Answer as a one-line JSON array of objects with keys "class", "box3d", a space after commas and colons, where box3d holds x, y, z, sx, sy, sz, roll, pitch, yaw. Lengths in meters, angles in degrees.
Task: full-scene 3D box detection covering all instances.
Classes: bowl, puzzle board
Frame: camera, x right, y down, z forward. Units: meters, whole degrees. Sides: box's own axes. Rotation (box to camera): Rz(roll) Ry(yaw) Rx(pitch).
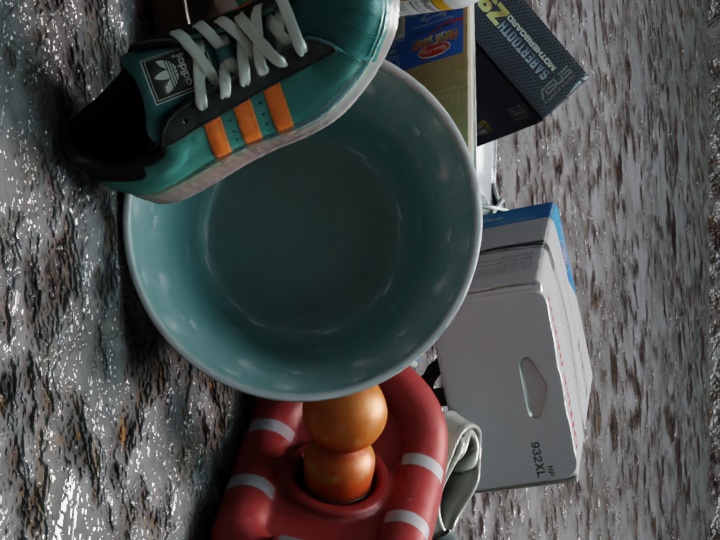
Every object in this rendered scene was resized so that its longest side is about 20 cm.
[{"class": "bowl", "box3d": [-0.034, -0.024, 1.253, 0.105, 0.199, 0.202, 121, -33, -85]}, {"class": "puzzle board", "box3d": [0.003, -0.087, 1.357, 0.017, 0.199, 0.152, 11, 74, -40]}]

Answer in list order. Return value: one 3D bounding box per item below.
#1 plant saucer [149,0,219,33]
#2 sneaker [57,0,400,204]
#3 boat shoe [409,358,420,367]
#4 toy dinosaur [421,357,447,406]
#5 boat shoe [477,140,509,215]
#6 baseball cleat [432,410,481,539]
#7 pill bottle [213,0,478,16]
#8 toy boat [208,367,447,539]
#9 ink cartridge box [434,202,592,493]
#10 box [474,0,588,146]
[{"class": "plant saucer", "box3d": [-0.087, -0.177, 1.326, 0.200, 0.034, 0.202, -2, 90, -73]}, {"class": "sneaker", "box3d": [-0.070, -0.096, 1.106, 0.080, 0.200, 0.072, 9, 54, -53]}, {"class": "boat shoe", "box3d": [0.000, 0.000, 1.397, 0.073, 0.072, 0.200, -66, -158, 11]}, {"class": "toy dinosaur", "box3d": [0.023, 0.110, 1.548, 0.077, 0.102, 0.201, 43, 38, -72]}, {"class": "boat shoe", "box3d": [0.084, -0.038, 1.694, 0.070, 0.071, 0.202, -13, 122, -45]}, {"class": "baseball cleat", "box3d": [0.027, 0.096, 1.457, 0.070, 0.106, 0.201, 34, 40, -59]}, {"class": "pill bottle", "box3d": [0.015, -0.203, 1.261, 0.113, 0.199, 0.114, -4, 90, -71]}, {"class": "toy boat", "box3d": [-0.013, 0.112, 1.318, 0.200, 0.130, 0.131, -73, 173, -52]}, {"class": "ink cartridge box", "box3d": [0.109, 0.052, 1.546, 0.200, 0.083, 0.146, -64, 143, -71]}, {"class": "box", "box3d": [0.060, -0.163, 1.501, 0.158, 0.051, 0.200, 49, -13, -7]}]
